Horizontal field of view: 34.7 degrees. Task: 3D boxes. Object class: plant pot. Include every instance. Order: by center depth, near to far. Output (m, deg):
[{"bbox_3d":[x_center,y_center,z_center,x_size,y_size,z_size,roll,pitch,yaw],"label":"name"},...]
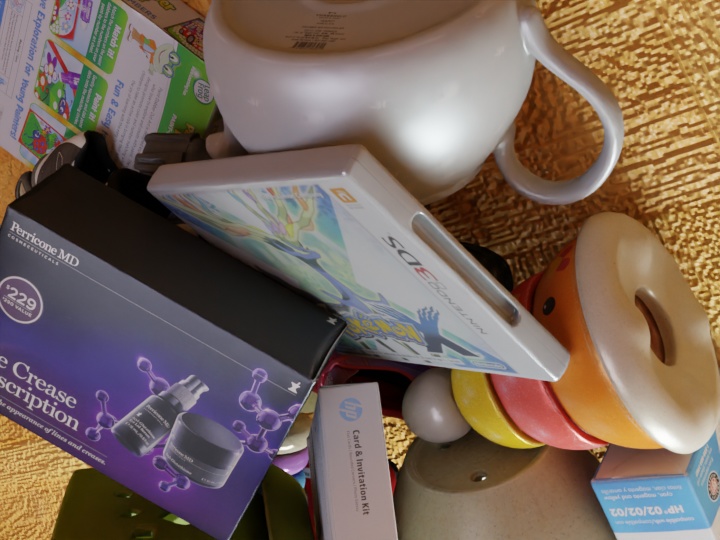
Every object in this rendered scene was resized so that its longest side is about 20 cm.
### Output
[{"bbox_3d":[-0.116,0.256,0.824,0.180,0.200,0.200,-7,104,-7],"label":"plant pot"}]

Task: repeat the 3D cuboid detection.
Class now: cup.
[{"bbox_3d":[0.096,0.175,0.774,0.199,0.200,0.144,-2,117,34],"label":"cup"}]

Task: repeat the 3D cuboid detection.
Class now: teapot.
[{"bbox_3d":[0.015,-0.100,0.655,0.200,0.196,0.147,-125,16,-49],"label":"teapot"}]

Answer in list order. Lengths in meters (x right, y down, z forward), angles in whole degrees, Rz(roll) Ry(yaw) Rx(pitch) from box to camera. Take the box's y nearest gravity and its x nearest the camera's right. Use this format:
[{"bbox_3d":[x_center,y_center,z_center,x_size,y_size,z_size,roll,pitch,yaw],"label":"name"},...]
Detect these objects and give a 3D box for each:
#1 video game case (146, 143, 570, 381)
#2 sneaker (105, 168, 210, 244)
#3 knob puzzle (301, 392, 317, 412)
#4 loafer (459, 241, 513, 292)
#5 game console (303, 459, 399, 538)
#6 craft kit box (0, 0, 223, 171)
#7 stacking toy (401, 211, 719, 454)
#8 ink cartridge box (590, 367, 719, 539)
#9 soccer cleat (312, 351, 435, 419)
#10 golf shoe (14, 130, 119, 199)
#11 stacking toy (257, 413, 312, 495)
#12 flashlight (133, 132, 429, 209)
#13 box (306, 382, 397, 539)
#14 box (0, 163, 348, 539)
[{"bbox_3d":[-0.007,-0.001,0.649,0.182,0.022,0.199,42,157,-30],"label":"video game case"},{"bbox_3d":[-0.107,0.007,0.750,0.199,0.081,0.115,43,130,-2],"label":"sneaker"},{"bbox_3d":[-0.075,0.025,0.884,0.218,0.030,0.221,8,121,14],"label":"knob puzzle"},{"bbox_3d":[0.000,0.000,0.773,0.199,0.072,0.073,4,94,15],"label":"loafer"},{"bbox_3d":[-0.037,0.229,1.024,0.199,0.118,0.174,7,93,29],"label":"game console"},{"bbox_3d":[-0.193,-0.134,0.859,0.197,0.049,0.200,39,134,8],"label":"craft kit box"},{"bbox_3d":[0.105,0.065,0.709,0.199,0.146,0.147,-27,104,32],"label":"stacking toy"},{"bbox_3d":[0.230,0.178,0.743,0.068,0.115,0.201,-13,112,38],"label":"ink cartridge box"},{"bbox_3d":[-0.029,0.058,0.825,0.199,0.073,0.069,16,122,9],"label":"soccer cleat"},{"bbox_3d":[-0.173,-0.010,0.840,0.094,0.078,0.200,-40,84,33],"label":"golf shoe"},{"bbox_3d":[-0.086,0.215,0.948,0.085,0.085,0.201,10,102,28],"label":"stacking toy"},{"bbox_3d":[-0.054,-0.065,0.773,0.199,0.068,0.068,6,150,18],"label":"flashlight"},{"bbox_3d":[-0.007,0.170,0.765,0.041,0.157,0.200,-5,163,-5],"label":"box"},{"bbox_3d":[-0.130,0.050,0.698,0.199,0.079,0.142,29,116,1],"label":"box"}]
